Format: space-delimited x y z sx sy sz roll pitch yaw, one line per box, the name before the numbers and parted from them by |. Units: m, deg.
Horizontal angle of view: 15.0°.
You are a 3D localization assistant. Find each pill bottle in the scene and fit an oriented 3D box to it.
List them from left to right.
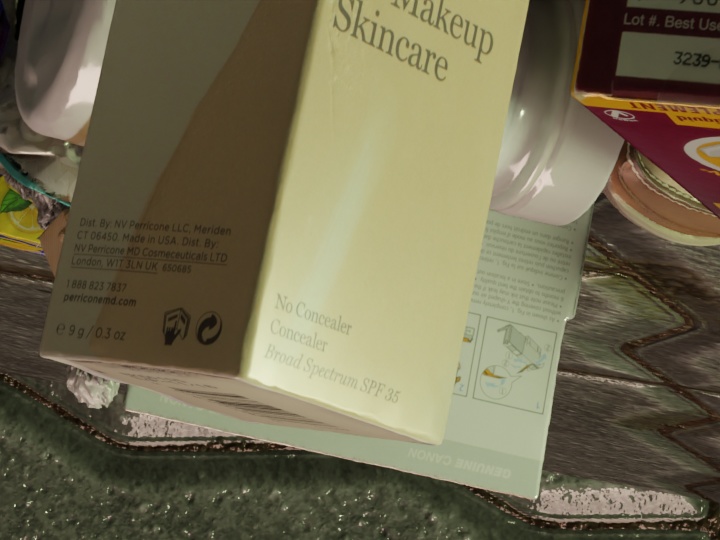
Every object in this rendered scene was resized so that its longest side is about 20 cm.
pill bottle | -0.010 -0.078 0.950 0.199 0.112 0.111 14 171 -19

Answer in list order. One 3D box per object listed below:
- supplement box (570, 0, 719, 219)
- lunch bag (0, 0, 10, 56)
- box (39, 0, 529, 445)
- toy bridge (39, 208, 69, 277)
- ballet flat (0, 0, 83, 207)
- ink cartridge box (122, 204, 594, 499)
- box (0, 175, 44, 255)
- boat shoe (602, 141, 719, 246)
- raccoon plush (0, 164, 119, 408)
supplement box | 0.154 -0.067 0.891 0.110 0.086 0.200 7 171 24
lunch bag | -0.243 -0.119 0.960 0.169 0.124 0.200 3 161 38
box | -0.013 -0.060 0.760 0.077 0.201 0.095 4 170 40
toy bridge | -0.057 -0.037 1.292 0.199 0.027 0.067 -16 165 -36
ballet flat | -0.114 -0.084 1.034 0.071 0.072 0.200 14 -163 -18
ink cartridge box | 0.000 0.000 1.241 0.199 0.174 0.044 13 170 -12
box | -0.162 -0.041 1.544 0.199 0.070 0.064 15 173 -21
boat shoe | 0.179 -0.044 1.091 0.199 0.076 0.072 6 173 -37
raccoon plush | -0.154 -0.017 1.372 0.133 0.201 0.097 14 -157 -19
